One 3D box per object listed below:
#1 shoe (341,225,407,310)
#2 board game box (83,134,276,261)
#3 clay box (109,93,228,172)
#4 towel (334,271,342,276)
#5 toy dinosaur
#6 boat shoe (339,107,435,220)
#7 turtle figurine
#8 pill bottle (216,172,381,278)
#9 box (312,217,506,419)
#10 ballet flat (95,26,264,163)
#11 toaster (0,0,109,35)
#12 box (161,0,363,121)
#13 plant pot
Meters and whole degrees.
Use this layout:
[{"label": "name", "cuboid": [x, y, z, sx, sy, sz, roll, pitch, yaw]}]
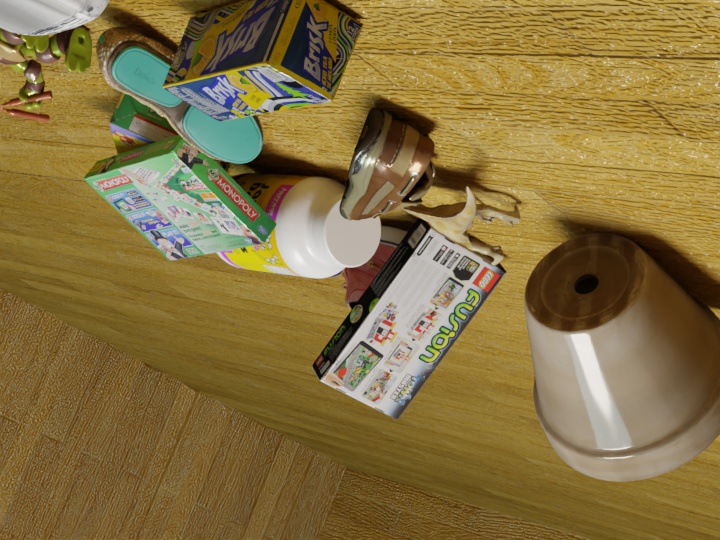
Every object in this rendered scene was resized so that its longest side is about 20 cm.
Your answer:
[{"label": "shoe", "cuboid": [0.000, 0.000, 1.846, 0.071, 0.092, 0.200, 27, 171, -27]}, {"label": "board game box", "cuboid": [-0.188, -0.072, 1.721, 0.135, 0.029, 0.199, 47, 152, -22]}, {"label": "clay box", "cuboid": [-0.200, -0.124, 1.780, 0.114, 0.048, 0.200, 23, 167, 1]}, {"label": "towel", "cuboid": [-0.125, -0.054, 1.972, 0.147, 0.050, 0.200, 3, 158, 38]}, {"label": "toy dinosaur", "cuboid": [0.091, -0.044, 1.540, 0.100, 0.059, 0.200, 15, 180, -19]}, {"label": "boat shoe", "cuboid": [0.027, -0.082, 1.499, 0.073, 0.076, 0.200, 19, 169, 0]}, {"label": "turtle figurine", "cuboid": [-0.326, -0.211, 1.592, 0.161, 0.065, 0.200, 1, 148, 42]}, {"label": "pill bottle", "cuboid": [-0.068, -0.047, 1.744, 0.104, 0.105, 0.199, 31, 165, -36]}, {"label": "box", "cuboid": [0.050, 0.051, 1.748, 0.110, 0.200, 0.035, 29, -166, -30]}, {"label": "ballet flat", "cuboid": [-0.165, -0.167, 1.537, 0.200, 0.071, 0.065, 38, -172, -44]}, {"label": "toaster", "cuboid": [-0.251, -0.242, 1.208, 0.129, 0.114, 0.199, 25, 166, -32]}, {"label": "box", "cuboid": [-0.081, -0.168, 1.317, 0.064, 0.070, 0.200, 27, 167, -28]}, {"label": "plant pot", "cuboid": [0.235, 0.063, 1.549, 0.199, 0.200, 0.174, 12, 147, 39]}]
